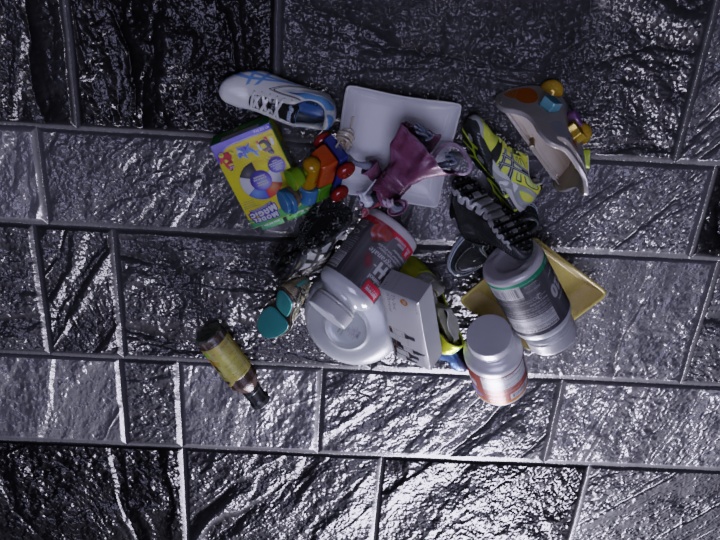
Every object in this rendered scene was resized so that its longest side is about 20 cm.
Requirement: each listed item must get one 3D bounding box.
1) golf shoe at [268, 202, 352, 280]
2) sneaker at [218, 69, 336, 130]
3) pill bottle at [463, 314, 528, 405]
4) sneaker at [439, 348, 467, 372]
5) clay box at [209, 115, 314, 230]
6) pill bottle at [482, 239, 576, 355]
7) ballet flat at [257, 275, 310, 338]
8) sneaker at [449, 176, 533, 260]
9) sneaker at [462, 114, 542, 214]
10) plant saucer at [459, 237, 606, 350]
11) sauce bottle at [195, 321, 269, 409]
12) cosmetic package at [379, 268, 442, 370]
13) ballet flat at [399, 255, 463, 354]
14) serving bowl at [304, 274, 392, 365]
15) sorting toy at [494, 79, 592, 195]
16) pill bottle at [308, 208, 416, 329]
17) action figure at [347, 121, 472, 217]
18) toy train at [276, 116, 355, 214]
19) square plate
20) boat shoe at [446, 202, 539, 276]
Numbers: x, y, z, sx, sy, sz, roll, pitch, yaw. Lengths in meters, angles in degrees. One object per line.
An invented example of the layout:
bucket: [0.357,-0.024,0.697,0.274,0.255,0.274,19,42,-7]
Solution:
golf shoe: [-0.073,-0.052,1.680,0.200,0.078,0.094,-36,149,31]
sneaker: [-0.136,-0.279,1.539,0.198,0.073,0.072,12,123,-6]
pill bottle: [0.253,0.166,1.753,0.111,0.113,0.200,-13,146,7]
sneaker: [0.128,0.130,1.795,0.082,0.074,0.200,-41,105,20]
clay box: [-0.166,-0.160,1.625,0.114,0.048,0.201,-20,119,11]
pill bottle: [0.303,0.050,1.647,0.112,0.114,0.201,-25,124,14]
ballet flat: [-0.134,0.067,1.741,0.068,0.075,0.200,49,148,8]
sneaker: [0.222,-0.073,1.623,0.066,0.200,0.091,-21,144,-33]
sneaker: [0.242,-0.192,1.607,0.076,0.075,0.200,-38,119,-2]
plant saucer: [0.319,0.036,1.738,0.199,0.049,0.200,34,123,-21]
sauce bottle: [-0.246,0.193,1.831,0.064,0.065,0.201,-25,117,14]
cosmetic package: [0.090,0.090,1.648,0.082,0.051,0.201,18,145,26]
ballet flat: [0.138,0.061,1.715,0.066,0.067,0.201,-26,94,-28]
serving bowl: [-0.018,0.094,1.739,0.198,0.066,0.202,7,115,14]
sorting toy: [0.325,-0.205,1.525,0.106,0.181,0.200,-33,117,19]
pill bottle: [0.000,0.000,1.640,0.111,0.111,0.201,41,80,-23]
action figure: [0.064,-0.165,1.584,0.148,0.135,0.200,-6,151,-48]
toy train: [-0.075,-0.172,1.523,0.115,0.085,0.200,-31,162,-23]
square plate: [0.057,-0.213,1.606,0.198,0.029,0.199,8,121,-6]
boat shoe: [0.235,-0.052,1.682,0.072,0.071,0.200,39,114,-22]
